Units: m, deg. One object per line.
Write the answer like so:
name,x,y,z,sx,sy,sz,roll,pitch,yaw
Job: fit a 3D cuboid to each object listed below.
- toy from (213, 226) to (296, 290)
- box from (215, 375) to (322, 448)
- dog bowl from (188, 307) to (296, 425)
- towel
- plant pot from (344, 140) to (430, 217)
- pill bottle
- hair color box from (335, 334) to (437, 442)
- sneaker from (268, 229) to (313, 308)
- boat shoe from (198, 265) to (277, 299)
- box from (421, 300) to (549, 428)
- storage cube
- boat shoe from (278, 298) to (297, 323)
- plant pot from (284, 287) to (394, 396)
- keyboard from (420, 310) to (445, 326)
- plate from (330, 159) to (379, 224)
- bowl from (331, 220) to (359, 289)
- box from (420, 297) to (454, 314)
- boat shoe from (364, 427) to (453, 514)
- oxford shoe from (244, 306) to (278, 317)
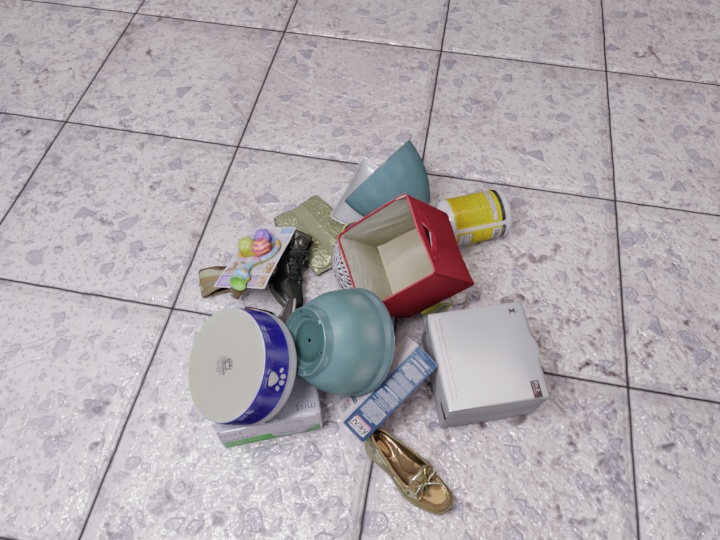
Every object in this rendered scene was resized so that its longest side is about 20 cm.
toy,-0.221,-0.043,1.226,0.114,0.047,0.201,1,44,17
box,-0.184,0.233,1.154,0.198,0.097,0.178,-10,58,-7
dog bowl,-0.211,0.168,1.033,0.199,0.079,0.202,-10,73,34
towel,-0.101,-0.089,1.398,0.148,0.037,0.200,-32,63,-20
plant pot,0.080,-0.175,1.328,0.135,0.200,0.200,48,66,-4
pill bottle,0.241,-0.118,1.372,0.198,0.113,0.113,-12,58,-8
hair color box,0.047,0.222,1.120,0.200,0.100,0.061,-44,100,-3
sneaker,-0.152,-0.013,1.299,0.076,0.114,0.201,16,47,-38
boat shoe,-0.268,0.026,1.288,0.198,0.072,0.077,-10,74,27
box,0.237,0.186,1.157,0.198,0.131,0.201,-7,62,-5
storage cube,0.090,-0.021,1.166,0.199,0.179,0.172,-30,66,29
boat shoe,-0.159,0.139,1.122,0.056,0.067,0.202,6,58,-1
plant pot,-0.056,0.127,1.058,0.133,0.200,0.201,7,45,-45
keyboard,0.168,0.127,1.275,0.056,0.011,0.202,-9,58,-6
plate,0.052,-0.153,1.426,0.198,0.032,0.201,25,59,3
bowl,0.000,0.000,1.286,0.200,0.094,0.202,31,42,-33
box,0.127,0.000,1.293,0.075,0.050,0.201,5,51,-50
boat shoe,0.087,0.370,1.088,0.199,0.063,0.073,35,63,20
oxford shoe,-0.158,0.133,1.249,0.198,0.071,0.072,13,85,8
